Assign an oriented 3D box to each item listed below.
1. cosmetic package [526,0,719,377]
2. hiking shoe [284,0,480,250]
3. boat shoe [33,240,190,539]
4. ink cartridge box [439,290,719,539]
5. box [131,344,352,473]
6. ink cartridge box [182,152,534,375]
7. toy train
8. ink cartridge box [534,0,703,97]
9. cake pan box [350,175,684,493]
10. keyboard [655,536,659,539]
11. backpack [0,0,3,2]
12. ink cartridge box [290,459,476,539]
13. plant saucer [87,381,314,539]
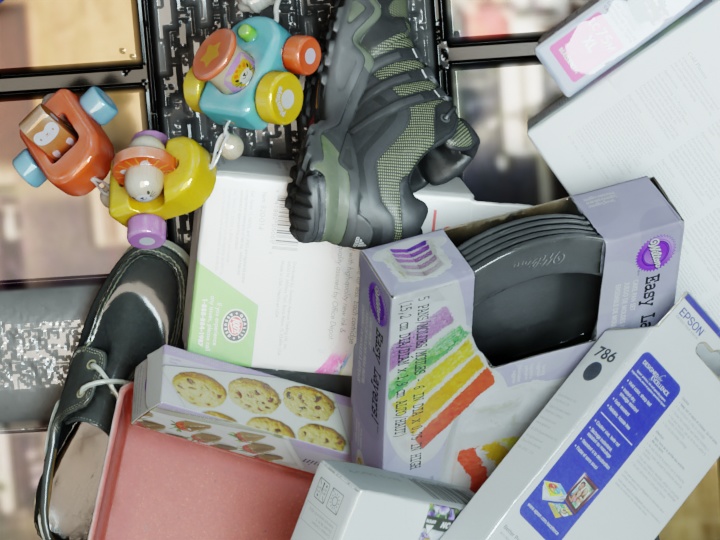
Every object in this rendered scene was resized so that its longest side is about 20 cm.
[{"bbox_3d":[0.215,-0.047,1.691,0.151,0.052,0.200,-34,97,10],"label":"cosmetic package"},{"bbox_3d":[0.019,-0.091,1.654,0.101,0.076,0.200,16,60,-10],"label":"hiking shoe"},{"bbox_3d":[-0.146,0.079,1.730,0.072,0.068,0.200,20,97,1],"label":"boat shoe"},{"bbox_3d":[0.139,0.110,1.618,0.200,0.039,0.099,-49,123,-9],"label":"ink cartridge box"},{"bbox_3d":[-0.039,0.091,1.690,0.200,0.039,0.042,18,59,-26],"label":"box"},{"bbox_3d":[0.000,0.000,1.697,0.200,0.067,0.117,6,101,-7],"label":"ink cartridge box"},{"bbox_3d":[-0.120,-0.101,1.654,0.200,0.150,0.056,-39,140,12],"label":"toy train"},{"bbox_3d":[0.189,-0.174,1.635,0.200,0.119,0.042,-38,93,9],"label":"ink cartridge box"},{"bbox_3d":[0.088,0.047,1.636,0.184,0.052,0.200,-15,133,-20],"label":"cake pan box"},{"bbox_3d":[0.126,0.198,1.758,0.127,0.021,0.200,-16,98,0],"label":"keyboard"},{"bbox_3d":[-0.284,-0.221,1.636,0.168,0.163,0.200,-36,97,12],"label":"backpack"},{"bbox_3d":[-0.003,0.213,1.621,0.109,0.050,0.200,14,101,-34],"label":"ink cartridge box"},{"bbox_3d":[-0.076,0.188,1.699,0.199,0.037,0.200,18,71,-21],"label":"plant saucer"}]
